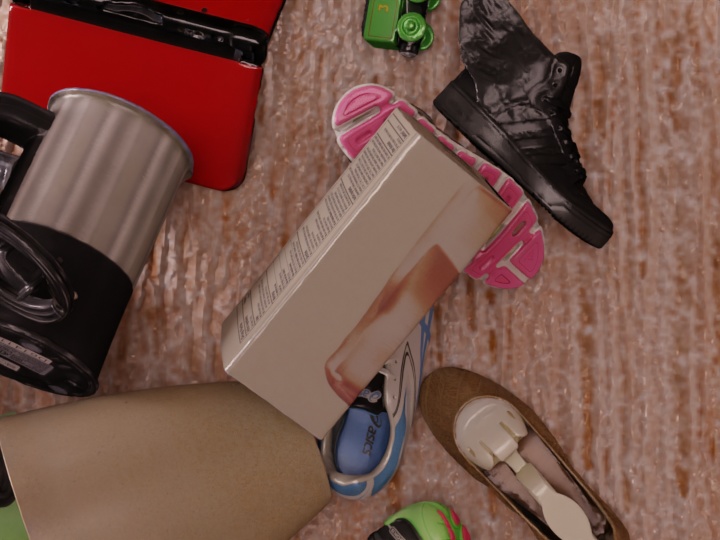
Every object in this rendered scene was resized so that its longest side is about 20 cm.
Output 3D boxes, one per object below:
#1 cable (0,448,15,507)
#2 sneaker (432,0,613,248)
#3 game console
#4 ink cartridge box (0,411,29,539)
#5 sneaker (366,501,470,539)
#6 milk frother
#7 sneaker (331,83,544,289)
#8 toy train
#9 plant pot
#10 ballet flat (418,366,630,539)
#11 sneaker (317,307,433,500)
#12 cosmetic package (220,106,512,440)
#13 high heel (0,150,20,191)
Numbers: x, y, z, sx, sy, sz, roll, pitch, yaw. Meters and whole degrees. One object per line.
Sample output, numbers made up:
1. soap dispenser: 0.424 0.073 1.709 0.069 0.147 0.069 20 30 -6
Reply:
1. cable: -0.303 0.080 1.030 0.050 0.097 0.201 -8 128 25
2. sneaker: 0.133 -0.118 1.058 0.200 0.060 0.104 43 95 9
3. game console: -0.160 -0.181 1.106 0.199 0.119 0.173 15 56 5
4. ink cartridge box: -0.305 0.222 1.077 0.145 0.048 0.201 -15 88 4
5. sneaker: 0.058 0.269 1.041 0.083 0.077 0.201 -19 82 20
6. milk frother: -0.198 -0.038 0.972 0.180 0.199 0.189 36 62 -33
7. sneaker: 0.055 -0.067 1.057 0.200 0.087 0.074 39 96 -17
8. toy train: 0.040 -0.260 1.086 0.056 0.042 0.202 9 87 16
9. plant pot: -0.128 0.157 1.016 0.199 0.187 0.188 -20 85 -12
10. ballet flat: 0.119 0.146 1.035 0.068 0.072 0.200 -41 84 0
11. sneaker: 0.012 0.067 1.050 0.071 0.072 0.202 7 86 6
12. cosmetic package: 0.000 0.000 0.969 0.087 0.103 0.200 38 100 -16
13. high heel: -0.342 -0.014 1.092 0.142 0.071 0.201 19 90 16
